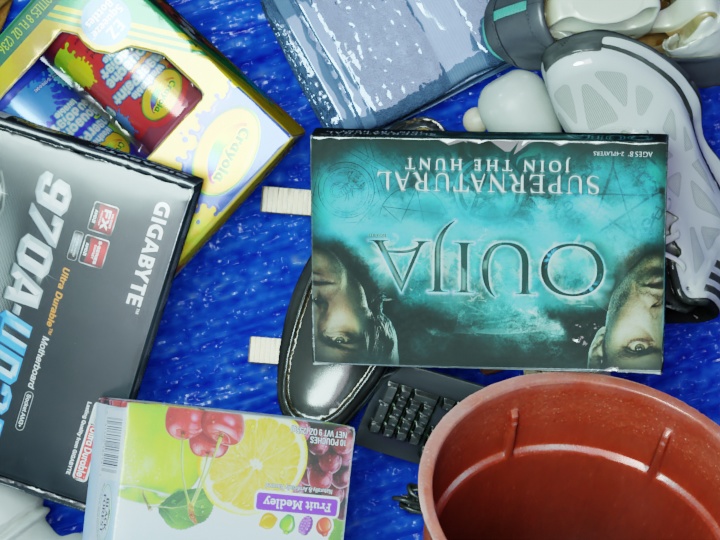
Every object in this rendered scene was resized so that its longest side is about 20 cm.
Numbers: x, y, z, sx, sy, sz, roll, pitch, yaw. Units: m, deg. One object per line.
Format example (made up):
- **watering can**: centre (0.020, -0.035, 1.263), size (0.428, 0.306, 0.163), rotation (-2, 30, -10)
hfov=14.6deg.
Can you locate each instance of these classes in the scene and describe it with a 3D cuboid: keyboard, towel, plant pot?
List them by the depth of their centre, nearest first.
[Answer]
- **plant pot**: centre (0.115, 0.196, 1.578), size (0.201, 0.201, 0.195), rotation (12, 132, 0)
- **keyboard**: centre (0.093, 0.122, 1.653), size (0.200, 0.127, 0.021), rotation (18, 47, -5)
- **towel**: centre (0.049, -0.164, 1.687), size (0.200, 0.049, 0.112), rotation (-28, 89, -1)

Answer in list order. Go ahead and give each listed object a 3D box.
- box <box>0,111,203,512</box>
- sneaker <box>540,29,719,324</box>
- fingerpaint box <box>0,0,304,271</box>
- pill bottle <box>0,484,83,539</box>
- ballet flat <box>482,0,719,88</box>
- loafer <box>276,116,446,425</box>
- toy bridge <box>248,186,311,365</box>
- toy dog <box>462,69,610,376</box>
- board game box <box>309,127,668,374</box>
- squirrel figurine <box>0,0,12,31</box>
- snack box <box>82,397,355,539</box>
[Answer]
- **box**: centre (-0.193, 0.018, 1.587), size (0.159, 0.046, 0.200), rotation (19, 99, 2)
- **sneaker**: centre (0.166, -0.042, 1.604), size (0.076, 0.201, 0.115), rotation (-18, 45, 26)
- **fingerpaint box**: centre (-0.161, -0.063, 1.645), size (0.167, 0.073, 0.200), rotation (44, 97, 1)
- **pill bottle**: centre (-0.178, 0.217, 1.634), size (0.114, 0.114, 0.200), rotation (-37, 89, -2)
- **ballet flat**: centre (0.168, -0.144, 1.638), size (0.200, 0.073, 0.073), rotation (0, 87, -28)
- **loafer**: centre (0.000, 0.000, 1.638), size (0.073, 0.072, 0.200), rotation (19, 85, 5)
- **toy bridge**: centre (-0.034, 0.051, 1.686), size (0.067, 0.027, 0.200), rotation (4, 87, -2)
- **toy dog**: centre (0.096, -0.010, 1.658), size (0.096, 0.132, 0.200), rotation (-13, 80, 28)
- **board game box**: centre (0.072, -0.011, 1.576), size (0.200, 0.028, 0.135), rotation (1, 104, 7)
- **squirrel figurine**: centre (-0.257, -0.201, 1.601), size (0.142, 0.187, 0.200), rotation (36, 98, -1)
- **snack box**: centre (-0.084, 0.177, 1.564), size (0.142, 0.053, 0.200), rotation (8, 87, -25)
